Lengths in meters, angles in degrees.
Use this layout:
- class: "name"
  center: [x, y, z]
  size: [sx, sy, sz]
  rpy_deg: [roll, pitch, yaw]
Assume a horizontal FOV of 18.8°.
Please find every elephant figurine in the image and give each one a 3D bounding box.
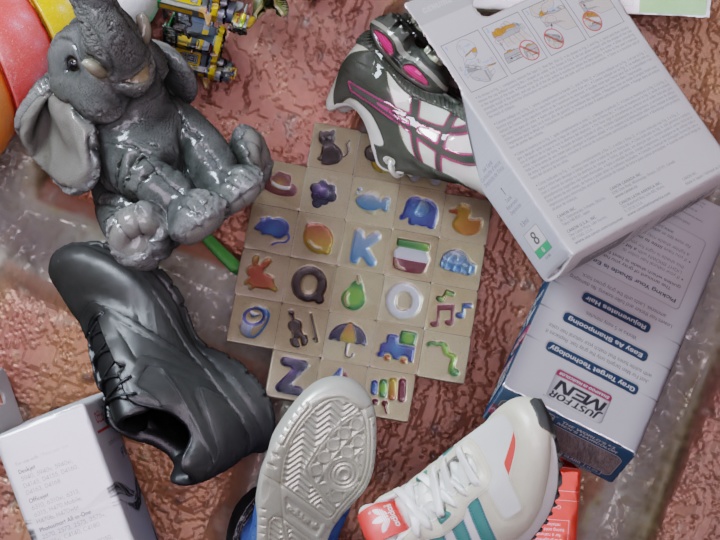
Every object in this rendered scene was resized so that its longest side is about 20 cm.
- class: "elephant figurine"
  center: [-0.157, -0.110, 1.432]
  size: [0.155, 0.142, 0.200]
  rpy_deg: [-32, 99, 24]

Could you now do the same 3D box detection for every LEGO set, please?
- class: "LEGO set"
  center: [-0.064, -0.199, 1.452]
  size: [0.115, 0.200, 0.154]
  rpy_deg: [14, 70, -1]

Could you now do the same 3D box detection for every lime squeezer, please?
- class: "lime squeezer"
  center: [-0.049, 0.003, 1.519]
  size: [0.199, 0.038, 0.071]
  rpy_deg: [17, 91, 1]

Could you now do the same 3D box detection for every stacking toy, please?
- class: "stacking toy"
  center: [-0.225, -0.154, 1.488]
  size: [0.200, 0.146, 0.147]
  rpy_deg: [-25, 90, -15]

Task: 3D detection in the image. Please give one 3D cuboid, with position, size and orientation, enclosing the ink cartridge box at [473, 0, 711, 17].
- class: "ink cartridge box"
  center: [0.143, -0.248, 1.511]
  size: [0.199, 0.048, 0.146]
  rpy_deg: [3, 91, -1]

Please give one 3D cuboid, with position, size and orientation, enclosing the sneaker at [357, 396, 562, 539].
- class: "sneaker"
  center: [0.054, 0.157, 1.403]
  size: [0.093, 0.200, 0.070]
  rpy_deg: [4, 46, -29]

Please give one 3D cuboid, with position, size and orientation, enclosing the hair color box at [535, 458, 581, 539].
- class: "hair color box"
  center: [0.110, 0.228, 1.488]
  size: [0.061, 0.102, 0.201]
  rpy_deg: [4, 90, -1]

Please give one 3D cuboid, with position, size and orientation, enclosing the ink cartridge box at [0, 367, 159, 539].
- class: "ink cartridge box"
  center: [-0.190, 0.152, 1.482]
  size: [0.067, 0.116, 0.201]
  rpy_deg: [-20, 91, 1]

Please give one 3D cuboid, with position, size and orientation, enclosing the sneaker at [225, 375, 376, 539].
- class: "sneaker"
  center: [-0.043, 0.151, 1.476]
  size: [0.076, 0.111, 0.201]
  rpy_deg: [8, 107, -12]

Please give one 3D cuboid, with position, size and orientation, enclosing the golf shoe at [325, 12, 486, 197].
- class: "golf shoe"
  center: [0.063, -0.086, 1.494]
  size: [0.088, 0.077, 0.200]
  rpy_deg: [-48, 70, 18]

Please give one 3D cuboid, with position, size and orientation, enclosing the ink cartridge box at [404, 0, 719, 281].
- class: "ink cartridge box"
  center: [0.132, -0.110, 1.441]
  size: [0.161, 0.050, 0.200]
  rpy_deg: [-27, 76, -33]

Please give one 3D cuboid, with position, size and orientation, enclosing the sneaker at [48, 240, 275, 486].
- class: "sneaker"
  center: [-0.149, 0.061, 1.476]
  size: [0.200, 0.076, 0.091]
  rpy_deg: [44, 53, 14]

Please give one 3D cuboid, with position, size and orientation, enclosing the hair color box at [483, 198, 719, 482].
- class: "hair color box"
  center: [0.167, 0.029, 1.463]
  size: [0.100, 0.061, 0.200]
  rpy_deg: [27, 62, 1]

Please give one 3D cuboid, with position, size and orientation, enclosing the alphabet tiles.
- class: "alphabet tiles"
  center: [0.000, 0.000, 1.505]
  size: [0.166, 0.006, 0.201]
  rpy_deg: [10, 74, 0]
